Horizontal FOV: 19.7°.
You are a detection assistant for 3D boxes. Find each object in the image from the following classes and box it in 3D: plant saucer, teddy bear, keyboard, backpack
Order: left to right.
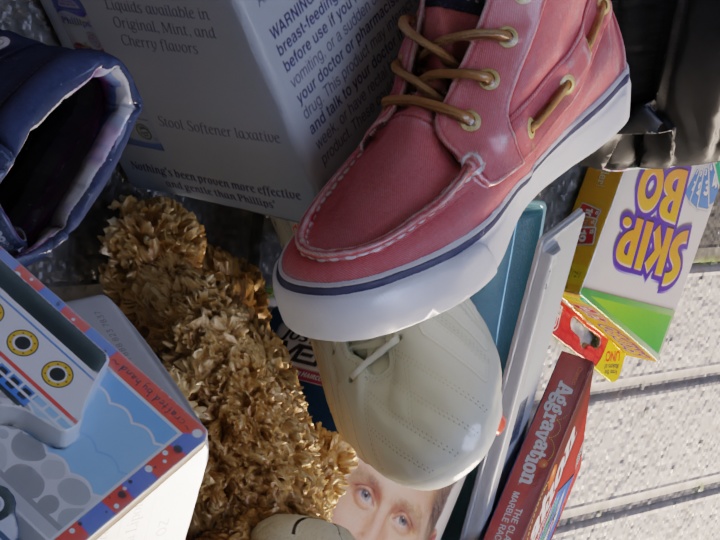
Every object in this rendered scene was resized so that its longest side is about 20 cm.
[{"bbox_3d":[-0.043,0.060,0.751,0.200,0.067,0.145,-99,163,-49],"label":"teddy bear"},{"bbox_3d":[0.047,0.063,0.970,0.070,0.019,0.201,5,95,-52],"label":"plant saucer"},{"bbox_3d":[0.067,0.070,0.931,0.056,0.011,0.201,-43,149,-64],"label":"keyboard"},{"bbox_3d":[0.133,-0.145,0.914,0.127,0.166,0.201,-41,138,-60],"label":"backpack"}]

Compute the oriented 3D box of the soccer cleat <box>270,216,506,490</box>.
[{"bbox_3d":[0.000,0.000,0.788,0.069,0.200,0.078,-30,132,12],"label":"soccer cleat"}]

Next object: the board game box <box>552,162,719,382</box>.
[{"bbox_3d":[0.151,-0.046,1.069,0.095,0.030,0.200,36,73,-49],"label":"board game box"}]

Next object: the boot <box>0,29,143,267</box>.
[{"bbox_3d":[-0.155,-0.003,0.637,0.200,0.090,0.073,-57,138,-25],"label":"boot"}]

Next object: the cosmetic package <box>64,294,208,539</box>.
[{"bbox_3d":[-0.153,0.082,0.613,0.200,0.074,0.102,-15,139,-34],"label":"cosmetic package"}]

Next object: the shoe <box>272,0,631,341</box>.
[{"bbox_3d":[0.029,-0.061,0.709,0.200,0.071,0.091,-42,131,-44],"label":"shoe"}]

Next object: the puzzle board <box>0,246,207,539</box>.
[{"bbox_3d":[-0.162,0.022,0.562,0.151,0.200,0.017,-40,163,-35],"label":"puzzle board"}]

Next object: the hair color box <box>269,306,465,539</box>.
[{"bbox_3d":[-0.027,0.127,0.858,0.100,0.060,0.200,41,67,-49],"label":"hair color box"}]

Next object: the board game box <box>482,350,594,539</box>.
[{"bbox_3d":[0.065,0.145,0.961,0.103,0.019,0.200,86,26,-56],"label":"board game box"}]

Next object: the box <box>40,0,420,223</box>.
[{"bbox_3d":[-0.028,-0.152,0.747,0.184,0.105,0.200,-49,134,-32],"label":"box"}]
